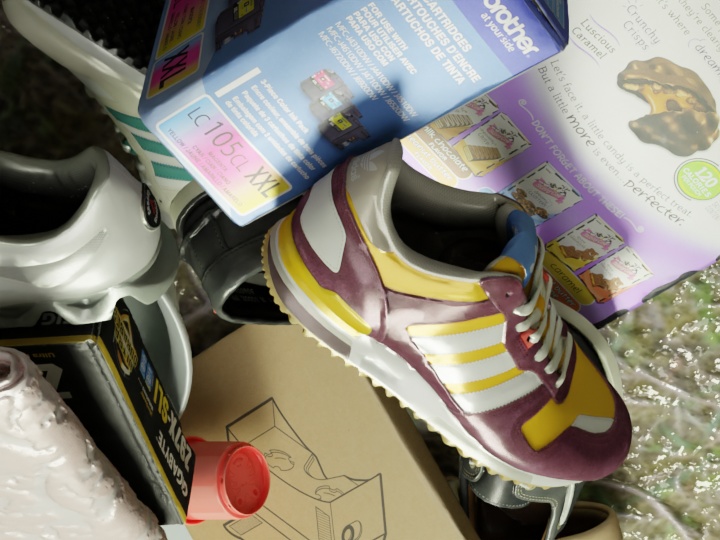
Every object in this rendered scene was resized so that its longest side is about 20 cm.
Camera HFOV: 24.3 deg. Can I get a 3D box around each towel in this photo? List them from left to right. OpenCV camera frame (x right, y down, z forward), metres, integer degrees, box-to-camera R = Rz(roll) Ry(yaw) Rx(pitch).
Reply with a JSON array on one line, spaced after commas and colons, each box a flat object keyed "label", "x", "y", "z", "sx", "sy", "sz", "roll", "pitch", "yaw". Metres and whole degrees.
[{"label": "towel", "x": -0.204, "y": 0.097, "z": 0.767, "sx": 0.190, "sy": 0.032, "sz": 0.200, "roll": -5, "pitch": 149, "yaw": 11}]

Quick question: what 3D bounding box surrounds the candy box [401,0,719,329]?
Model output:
[{"label": "candy box", "x": 0.123, "y": -0.081, "z": 0.765, "sx": 0.200, "sy": 0.072, "sz": 0.168, "roll": -32, "pitch": 117, "yaw": 29}]

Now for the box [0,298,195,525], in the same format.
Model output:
[{"label": "box", "x": -0.196, "y": 0.068, "z": 0.807, "sx": 0.199, "sy": 0.050, "sz": 0.160, "roll": -3, "pitch": 140, "yaw": 9}]

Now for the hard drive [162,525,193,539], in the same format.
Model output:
[{"label": "hard drive", "x": -0.095, "y": 0.171, "z": 0.983, "sx": 0.200, "sy": 0.027, "sz": 0.132, "roll": -38, "pitch": 81, "yaw": 31}]

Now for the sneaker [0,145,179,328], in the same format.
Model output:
[{"label": "sneaker", "x": -0.184, "y": -0.012, "z": 0.708, "sx": 0.199, "sy": 0.074, "sz": 0.089, "roll": -16, "pitch": 145, "yaw": 1}]

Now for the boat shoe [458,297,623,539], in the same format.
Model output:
[{"label": "boat shoe", "x": 0.085, "y": 0.088, "z": 0.842, "sx": 0.072, "sy": 0.068, "sz": 0.200, "roll": 25, "pitch": 145, "yaw": 17}]

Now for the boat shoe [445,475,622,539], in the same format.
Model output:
[{"label": "boat shoe", "x": 0.055, "y": 0.153, "z": 0.966, "sx": 0.199, "sy": 0.074, "sz": 0.070, "roll": 3, "pitch": 114, "yaw": 8}]

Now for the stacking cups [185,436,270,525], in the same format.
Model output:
[{"label": "stacking cups", "x": -0.137, "y": 0.112, "z": 0.923, "sx": 0.199, "sy": 0.061, "sz": 0.061, "roll": -10, "pitch": 129, "yaw": 38}]

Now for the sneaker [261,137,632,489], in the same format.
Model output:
[{"label": "sneaker", "x": 0.058, "y": 0.023, "z": 0.707, "sx": 0.200, "sy": 0.075, "sz": 0.090, "roll": 31, "pitch": 131, "yaw": -25}]

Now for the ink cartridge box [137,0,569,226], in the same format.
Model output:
[{"label": "ink cartridge box", "x": 0.011, "y": -0.125, "z": 0.704, "sx": 0.199, "sy": 0.137, "sz": 0.076, "roll": -25, "pitch": 127, "yaw": 25}]

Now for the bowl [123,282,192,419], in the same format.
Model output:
[{"label": "bowl", "x": -0.179, "y": 0.012, "z": 0.868, "sx": 0.200, "sy": 0.091, "sz": 0.202, "roll": 3, "pitch": 128, "yaw": 4}]

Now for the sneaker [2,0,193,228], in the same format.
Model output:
[{"label": "sneaker", "x": -0.096, "y": -0.066, "z": 0.807, "sx": 0.199, "sy": 0.070, "sz": 0.093, "roll": 29, "pitch": 121, "yaw": -19}]

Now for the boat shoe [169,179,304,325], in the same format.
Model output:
[{"label": "boat shoe", "x": -0.002, "y": 0.002, "z": 0.804, "sx": 0.201, "sy": 0.063, "sz": 0.074, "roll": 10, "pitch": 136, "yaw": -45}]

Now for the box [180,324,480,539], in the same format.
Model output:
[{"label": "box", "x": -0.028, "y": 0.124, "z": 0.903, "sx": 0.163, "sy": 0.021, "sz": 0.201, "roll": -33, "pitch": 83, "yaw": 33}]
